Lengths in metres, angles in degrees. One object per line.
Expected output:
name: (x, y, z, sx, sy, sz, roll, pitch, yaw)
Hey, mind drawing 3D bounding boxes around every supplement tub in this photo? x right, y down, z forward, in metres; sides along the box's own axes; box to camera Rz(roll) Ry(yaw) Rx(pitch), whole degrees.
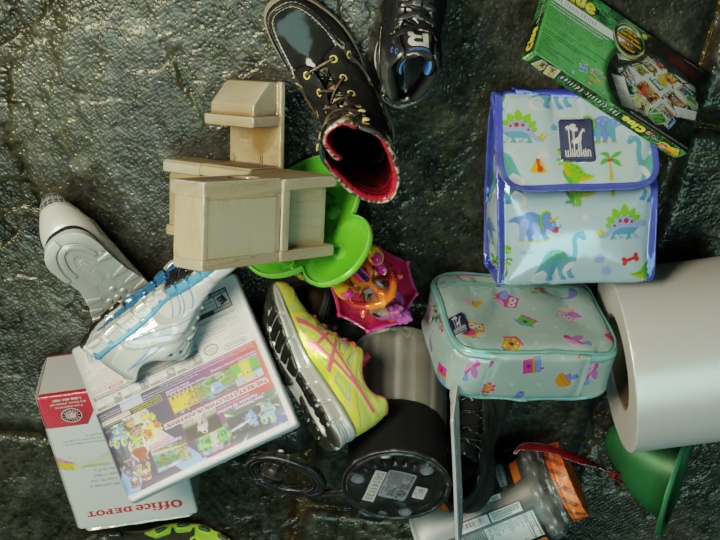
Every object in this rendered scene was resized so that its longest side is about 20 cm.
supplement tub: (0.166, 0.287, 1.600, 0.200, 0.123, 0.123, -24, 121, 10)

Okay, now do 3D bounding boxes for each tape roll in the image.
tape roll: (0.346, 0.091, 1.444, 0.139, 0.203, 0.203, -7, 122, 1)

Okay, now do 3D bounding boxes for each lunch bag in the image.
lunch bag: (0.167, 0.065, 1.443, 0.200, 0.160, 0.077, 3, 127, -13)
lunch bag: (0.216, -0.089, 1.374, 0.170, 0.127, 0.200, -1, 102, -4)

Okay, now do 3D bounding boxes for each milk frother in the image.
milk frother: (-0.010, 0.168, 1.469, 0.200, 0.188, 0.181, 27, 127, -21)

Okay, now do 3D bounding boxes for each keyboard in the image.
keyboard: (0.103, 0.216, 1.410, 0.011, 0.056, 0.200, -2, 125, 4)

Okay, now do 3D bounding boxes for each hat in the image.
hat: (0.299, 0.207, 1.580, 0.176, 0.166, 0.200, 17, 157, 18)

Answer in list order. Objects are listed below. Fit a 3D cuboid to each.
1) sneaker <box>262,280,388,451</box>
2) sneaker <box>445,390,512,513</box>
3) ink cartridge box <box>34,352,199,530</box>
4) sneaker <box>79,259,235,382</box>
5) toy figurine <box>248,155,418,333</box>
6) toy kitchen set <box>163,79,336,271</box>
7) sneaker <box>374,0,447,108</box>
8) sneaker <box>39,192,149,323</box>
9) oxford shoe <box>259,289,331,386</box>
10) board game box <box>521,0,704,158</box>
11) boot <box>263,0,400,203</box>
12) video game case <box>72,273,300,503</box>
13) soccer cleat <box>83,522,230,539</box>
sneaker: (-0.038, 0.094, 1.409, 0.090, 0.200, 0.078, -19, 157, -23)
sneaker: (0.128, 0.181, 1.512, 0.076, 0.091, 0.200, 3, 87, 15)
ink cartridge box: (-0.276, 0.192, 1.532, 0.146, 0.083, 0.200, -8, 122, 0)
sneaker: (-0.192, 0.045, 1.388, 0.200, 0.075, 0.087, -36, 111, 14)
toy figurine: (0.000, 0.000, 1.389, 0.150, 0.200, 0.184, -48, 129, -1)
toy kitchen set: (-0.151, -0.100, 1.267, 0.200, 0.180, 0.163, 10, 102, 39)
sneaker: (0.059, -0.250, 1.260, 0.073, 0.112, 0.200, 3, 122, -7)
sneaker: (-0.278, -0.004, 1.420, 0.076, 0.081, 0.200, -30, 141, -3)
oxford shoe: (-0.104, 0.091, 1.489, 0.084, 0.073, 0.200, 34, 112, -13)
board game box: (0.254, -0.203, 1.315, 0.200, 0.105, 0.023, 29, 155, -20)
boot: (-0.024, -0.165, 1.284, 0.073, 0.151, 0.200, -27, 119, 11)
video game case: (-0.188, 0.125, 1.420, 0.200, 0.182, 0.023, -25, 165, 3)
soccer cleat: (-0.255, 0.357, 1.662, 0.200, 0.065, 0.084, 1, 152, -9)
